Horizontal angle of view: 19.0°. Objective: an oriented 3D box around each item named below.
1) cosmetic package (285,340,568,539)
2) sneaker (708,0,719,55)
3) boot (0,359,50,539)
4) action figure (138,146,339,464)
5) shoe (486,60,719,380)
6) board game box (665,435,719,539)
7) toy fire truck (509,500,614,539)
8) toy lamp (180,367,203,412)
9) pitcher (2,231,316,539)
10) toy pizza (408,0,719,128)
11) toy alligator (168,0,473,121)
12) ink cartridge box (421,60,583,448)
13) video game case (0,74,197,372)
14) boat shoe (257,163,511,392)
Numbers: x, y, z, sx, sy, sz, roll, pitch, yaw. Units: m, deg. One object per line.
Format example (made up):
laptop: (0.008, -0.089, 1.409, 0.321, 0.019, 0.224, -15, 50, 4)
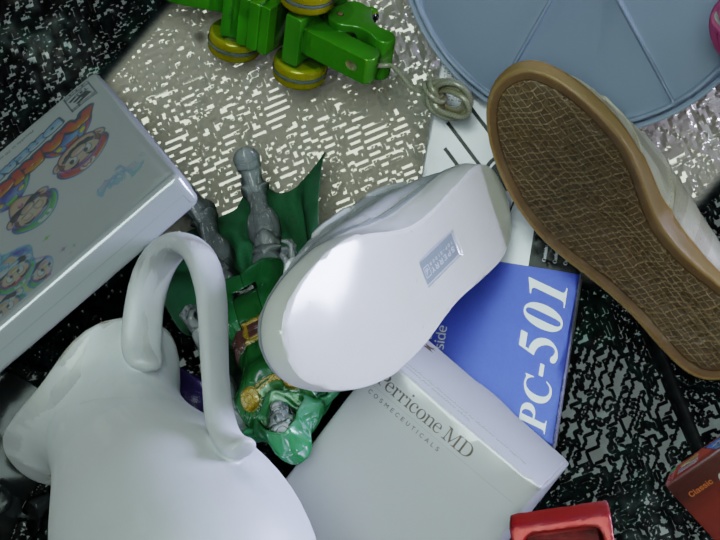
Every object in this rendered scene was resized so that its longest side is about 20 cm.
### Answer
cosmetic package: (0.001, 0.144, 1.084, 0.107, 0.085, 0.201, 38, 104, 10)
sneaker: (0.270, -0.108, 1.054, 0.198, 0.074, 0.088, 21, 80, 1)
boot: (-0.247, 0.107, 1.139, 0.197, 0.073, 0.164, 23, 85, 3)
action figure: (-0.052, 0.022, 1.094, 0.118, 0.055, 0.201, -30, 44, 10)
shoe: (0.133, -0.028, 1.102, 0.070, 0.053, 0.200, -34, 106, 21)
board game box: (0.258, 0.089, 1.064, 0.103, 0.019, 0.200, 47, 120, -5)
toy fire truck: (0.110, 0.208, 1.047, 0.048, 0.141, 0.202, -9, 93, 3)
toy lamp: (-0.131, 0.147, 1.131, 0.058, 0.058, 0.201, 29, 86, 8)
pitcher: (-0.085, 0.096, 0.999, 0.200, 0.120, 0.173, 55, 129, 45)
toy pizza: (0.117, -0.171, 1.100, 0.198, 0.032, 0.202, 4, 105, 14)
toy alligator: (-0.018, -0.133, 1.159, 0.199, 0.060, 0.054, 23, 41, 17)
ink cartridge box: (0.074, -0.011, 1.143, 0.093, 0.044, 0.202, 8, 83, 8)
video game case: (-0.187, -0.008, 1.109, 0.200, 0.182, 0.024, -40, 119, -2)
boat shoe: (0.000, 0.000, 1.042, 0.068, 0.200, 0.073, -7, 115, 36)
